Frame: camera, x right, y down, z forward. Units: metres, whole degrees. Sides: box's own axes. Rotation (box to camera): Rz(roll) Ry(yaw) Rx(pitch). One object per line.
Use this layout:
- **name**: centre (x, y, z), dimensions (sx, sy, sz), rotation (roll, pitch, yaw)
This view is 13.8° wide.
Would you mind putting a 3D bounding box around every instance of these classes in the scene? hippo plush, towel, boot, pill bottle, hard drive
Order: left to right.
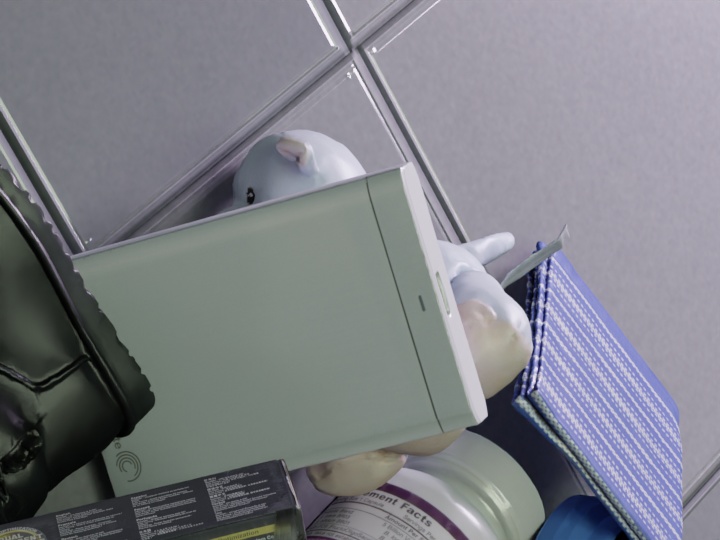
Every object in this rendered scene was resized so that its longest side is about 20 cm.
- **boot**: centre (-0.208, 0.047, 1.421), dimensions (0.168, 0.076, 0.201), rotation (-45, 109, -33)
- **hard drive**: centre (-0.049, 0.035, 1.487), dimensions (0.027, 0.199, 0.133), rotation (-35, 109, -68)
- **hippo plush**: centre (0.000, 0.000, 1.551), dimensions (0.161, 0.159, 0.200), rotation (45, 73, -16)
- **pill bottle**: centre (0.010, 0.175, 1.569), dimensions (0.200, 0.112, 0.113), rotation (-44, 112, -35)
- **towel**: centre (0.134, 0.078, 1.670), dimensions (0.145, 0.024, 0.200), rotation (51, 20, -16)

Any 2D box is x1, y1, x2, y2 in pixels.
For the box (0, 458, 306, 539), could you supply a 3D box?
- **box**: centre (-0.115, 0.187, 1.401), dimensions (0.199, 0.049, 0.162), rotation (-14, 123, -7)

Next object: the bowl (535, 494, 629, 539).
- **bowl**: centre (0.123, 0.226, 1.644), dimensions (0.200, 0.039, 0.202), rotation (9, 90, -68)
